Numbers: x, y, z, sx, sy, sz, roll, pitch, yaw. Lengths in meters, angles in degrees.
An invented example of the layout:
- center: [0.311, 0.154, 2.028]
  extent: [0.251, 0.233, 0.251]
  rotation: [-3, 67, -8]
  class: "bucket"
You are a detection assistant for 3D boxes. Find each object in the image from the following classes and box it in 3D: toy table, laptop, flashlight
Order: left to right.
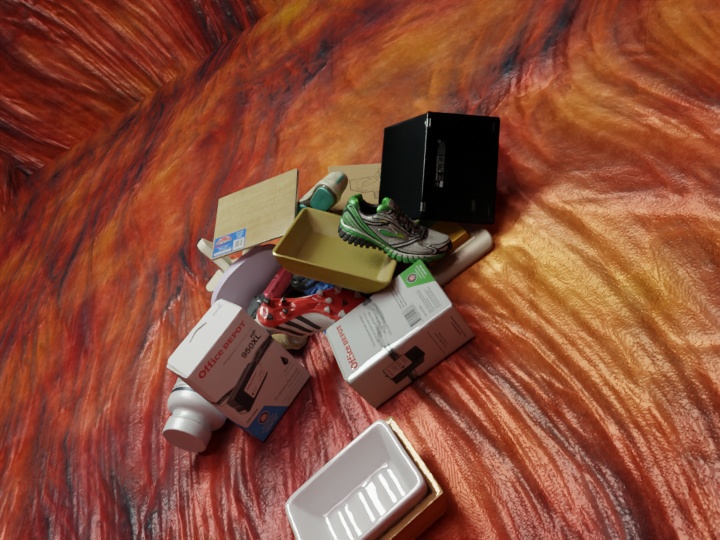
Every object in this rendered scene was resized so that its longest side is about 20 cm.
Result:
- center: [-0.245, 0.001, 1.437]
  extent: [0.200, 0.184, 0.117]
  rotation: [-42, 48, 6]
  class: "toy table"
- center: [-0.156, 0.016, 1.365]
  extent: [0.201, 0.067, 0.068]
  rotation: [-54, 32, 11]
  class: "flashlight"
- center: [0.135, -0.173, 1.229]
  extent: [0.198, 0.116, 0.189]
  rotation: [4, 85, 1]
  class: "laptop"

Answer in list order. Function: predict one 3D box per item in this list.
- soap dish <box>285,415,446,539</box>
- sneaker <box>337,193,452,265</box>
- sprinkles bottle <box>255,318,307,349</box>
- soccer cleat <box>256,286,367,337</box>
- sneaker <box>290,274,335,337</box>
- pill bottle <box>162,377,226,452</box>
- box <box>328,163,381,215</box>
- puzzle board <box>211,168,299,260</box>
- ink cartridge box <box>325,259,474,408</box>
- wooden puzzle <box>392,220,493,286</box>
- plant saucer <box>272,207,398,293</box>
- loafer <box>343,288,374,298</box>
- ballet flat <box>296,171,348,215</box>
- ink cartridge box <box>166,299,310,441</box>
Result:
- center: [0.007, 0.312, 0.910]
  extent: [0.200, 0.081, 0.157]
  rotation: [-41, 34, -1]
  class: "soap dish"
- center: [0.059, -0.070, 1.160]
  extent: [0.198, 0.086, 0.078]
  rotation: [17, 31, 9]
  class: "sneaker"
- center: [-0.193, 0.125, 1.326]
  extent: [0.199, 0.068, 0.069]
  rotation: [-9, 45, 37]
  class: "sprinkles bottle"
- center: [-0.078, 0.078, 1.185]
  extent: [0.198, 0.085, 0.069]
  rotation: [-6, 57, -7]
  class: "soccer cleat"
- center: [-0.072, 0.045, 1.258]
  extent: [0.077, 0.111, 0.200]
  rotation: [-36, 35, 6]
  class: "sneaker"
- center: [-0.284, 0.223, 1.265]
  extent: [0.110, 0.111, 0.201]
  rotation: [-14, 43, 34]
  class: "pill bottle"
- center: [0.036, -0.167, 1.385]
  extent: [0.198, 0.021, 0.164]
  rotation: [-5, 40, -2]
  class: "box"
- center: [-0.206, -0.108, 1.360]
  extent: [0.199, 0.017, 0.152]
  rotation: [-17, 55, 25]
  class: "puzzle board"
- center: [0.058, 0.099, 1.097]
  extent: [0.199, 0.083, 0.147]
  rotation: [-36, 34, 6]
  class: "ink cartridge box"
- center: [0.123, -0.048, 1.242]
  extent: [0.185, 0.037, 0.200]
  rotation: [-37, 34, 5]
  class: "wooden puzzle"
- center: [-0.033, -0.029, 1.192]
  extent: [0.198, 0.049, 0.200]
  rotation: [14, 30, 6]
  class: "plant saucer"
- center: [0.000, 0.000, 1.278]
  extent: [0.200, 0.072, 0.073]
  rotation: [57, 133, 39]
  class: "loafer"
- center: [-0.076, -0.130, 1.316]
  extent: [0.062, 0.067, 0.200]
  rotation: [-53, 13, -29]
  class: "ballet flat"
- center: [-0.202, 0.169, 1.166]
  extent: [0.084, 0.200, 0.145]
  rotation: [12, 60, 50]
  class: "ink cartridge box"
